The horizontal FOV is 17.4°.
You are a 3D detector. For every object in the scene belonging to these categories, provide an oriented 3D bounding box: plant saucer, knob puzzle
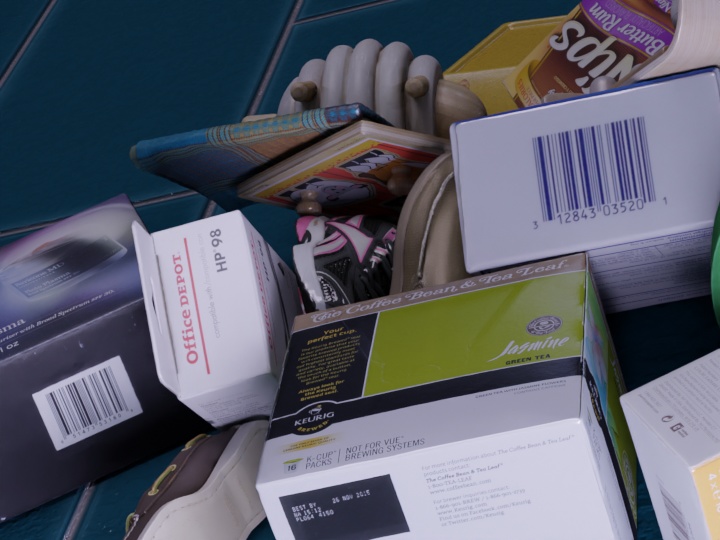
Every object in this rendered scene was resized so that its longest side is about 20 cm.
[{"bbox_3d":[0.159,-0.169,1.938,0.198,0.049,0.200,-4,22,29],"label":"plant saucer"},{"bbox_3d":[0.035,-0.054,1.750,0.218,0.219,0.031,-7,72,24],"label":"knob puzzle"}]

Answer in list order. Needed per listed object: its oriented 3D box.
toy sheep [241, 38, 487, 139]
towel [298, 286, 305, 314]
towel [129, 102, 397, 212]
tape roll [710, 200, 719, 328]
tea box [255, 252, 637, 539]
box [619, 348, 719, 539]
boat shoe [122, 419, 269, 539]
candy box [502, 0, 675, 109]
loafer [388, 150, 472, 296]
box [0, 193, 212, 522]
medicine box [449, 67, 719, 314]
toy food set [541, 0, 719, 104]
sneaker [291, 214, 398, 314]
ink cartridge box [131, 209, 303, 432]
[{"bbox_3d":[0.002,-0.119,1.850,0.198,0.139,0.138,3,31,10],"label":"toy sheep"},{"bbox_3d":[0.042,0.016,1.735,0.199,0.030,0.146,3,32,37],"label":"towel"},{"bbox_3d":[-0.053,-0.081,1.748,0.199,0.146,0.022,-7,72,29],"label":"towel"},{"bbox_3d":[0.307,-0.004,1.389,0.199,0.202,0.048,-12,27,16],"label":"tape roll"},{"bbox_3d":[0.058,0.108,1.428,0.198,0.134,0.197,-12,28,14],"label":"tea box"},{"bbox_3d":[0.265,0.098,1.315,0.199,0.125,0.098,-25,27,-8],"label":"box"},{"bbox_3d":[-0.115,0.164,1.518,0.059,0.072,0.200,-10,24,31],"label":"boat shoe"},{"bbox_3d":[0.212,-0.163,1.768,0.200,0.056,0.117,-46,53,22],"label":"candy box"},{"bbox_3d":[0.060,0.016,1.591,0.067,0.076,0.202,4,75,46],"label":"loafer"},{"bbox_3d":[-0.224,0.060,1.730,0.199,0.124,0.198,-24,25,-8],"label":"box"},{"bbox_3d":[0.175,-0.043,1.555,0.181,0.104,0.200,-11,-15,17],"label":"medicine box"},{"bbox_3d":[0.224,-0.139,1.536,0.142,0.061,0.200,0,-15,-22],"label":"toy food set"},{"bbox_3d":[0.000,0.000,1.667,0.086,0.081,0.200,-13,25,4],"label":"sneaker"},{"bbox_3d":[-0.086,0.037,1.566,0.066,0.117,0.200,-14,-18,8],"label":"ink cartridge box"}]
